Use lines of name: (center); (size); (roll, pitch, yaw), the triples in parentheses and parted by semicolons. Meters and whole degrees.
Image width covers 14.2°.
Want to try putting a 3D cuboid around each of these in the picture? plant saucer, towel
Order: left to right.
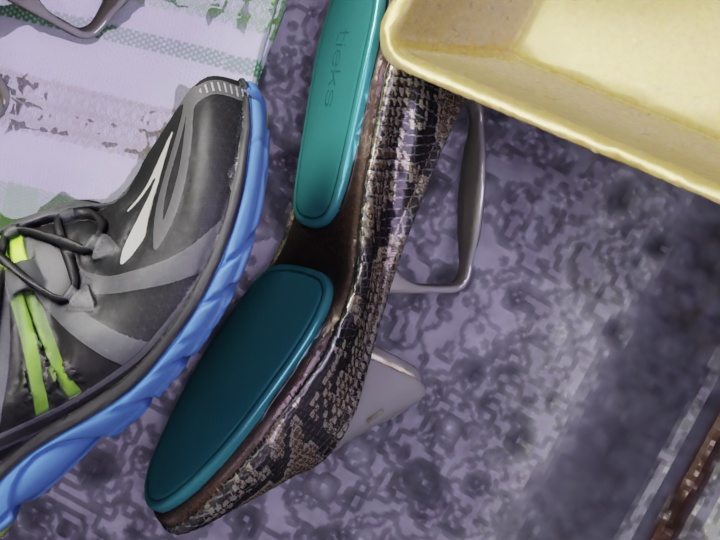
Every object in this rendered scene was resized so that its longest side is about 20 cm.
towel: (-0.100, -0.086, 0.933); (0.149, 0.031, 0.201); (15, 91, -5)
plant saucer: (0.137, -0.107, 0.882); (0.200, 0.048, 0.200); (25, 80, 27)

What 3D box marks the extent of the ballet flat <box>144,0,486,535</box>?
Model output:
ballet flat: (0.000, 0.000, 0.930); (0.075, 0.068, 0.200); (23, 86, -27)

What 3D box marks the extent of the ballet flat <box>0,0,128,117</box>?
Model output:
ballet flat: (-0.113, -0.091, 0.890); (0.200, 0.069, 0.071); (-39, 115, -3)

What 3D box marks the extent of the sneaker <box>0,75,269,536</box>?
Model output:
sneaker: (-0.103, 0.014, 0.887); (0.200, 0.071, 0.083); (-43, 110, 13)
